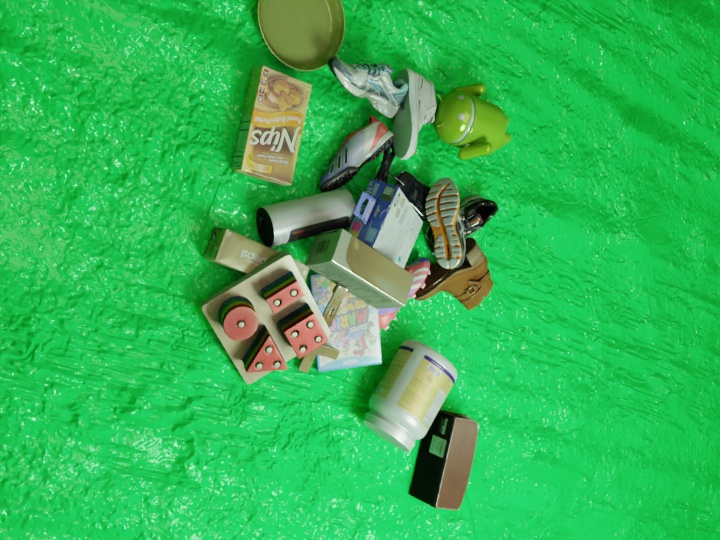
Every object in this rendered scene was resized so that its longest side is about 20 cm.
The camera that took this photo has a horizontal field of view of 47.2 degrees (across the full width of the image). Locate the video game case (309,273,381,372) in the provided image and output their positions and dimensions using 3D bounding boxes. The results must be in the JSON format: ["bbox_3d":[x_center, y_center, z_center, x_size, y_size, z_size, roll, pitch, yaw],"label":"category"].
[{"bbox_3d":[-0.030,0.102,1.722,0.139,0.018,0.206,-6,97,-13],"label":"video game case"}]

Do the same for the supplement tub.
[{"bbox_3d":[0.105,0.270,1.774,0.145,0.144,0.202,41,73,-28],"label":"supplement tub"}]

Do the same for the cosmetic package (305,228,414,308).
[{"bbox_3d":[0.000,0.000,1.636,0.198,0.104,0.073,32,68,-31],"label":"cosmetic package"}]

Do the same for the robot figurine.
[{"bbox_3d":[0.244,-0.326,1.832,0.196,0.115,0.180,13,66,-33],"label":"robot figurine"}]

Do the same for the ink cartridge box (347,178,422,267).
[{"bbox_3d":[0.047,-0.092,1.698,0.139,0.075,0.200,-66,153,-12],"label":"ink cartridge box"}]

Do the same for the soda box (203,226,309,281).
[{"bbox_3d":[-0.200,-0.017,1.599,0.197,0.067,0.065,24,82,-32],"label":"soda box"}]

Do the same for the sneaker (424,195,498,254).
[{"bbox_3d":[0.231,-0.111,1.859,0.199,0.086,0.081,-41,112,-23],"label":"sneaker"}]

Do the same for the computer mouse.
[{"bbox_3d":[0.107,-0.196,1.803,0.198,0.046,0.144,29,65,-32],"label":"computer mouse"}]

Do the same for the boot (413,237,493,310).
[{"bbox_3d":[0.213,0.036,1.878,0.200,0.076,0.156,-43,133,-12],"label":"boot"}]

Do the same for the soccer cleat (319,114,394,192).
[{"bbox_3d":[-0.020,-0.240,1.709,0.199,0.068,0.073,-41,85,-15],"label":"soccer cleat"}]

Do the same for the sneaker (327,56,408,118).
[{"bbox_3d":[0.017,-0.398,1.690,0.198,0.078,0.087,23,116,-40],"label":"sneaker"}]

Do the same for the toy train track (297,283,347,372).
[{"bbox_3d":[-0.080,0.114,1.673,0.113,0.033,0.203,19,110,-22],"label":"toy train track"}]

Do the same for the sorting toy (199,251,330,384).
[{"bbox_3d":[-0.173,0.105,1.573,0.196,0.070,0.203,-30,120,-6],"label":"sorting toy"}]

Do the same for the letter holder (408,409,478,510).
[{"bbox_3d":[0.213,0.434,1.885,0.140,0.100,0.205,17,85,-34],"label":"letter holder"}]

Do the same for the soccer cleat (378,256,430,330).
[{"bbox_3d":[0.079,0.038,1.789,0.077,0.066,0.201,46,73,-22],"label":"soccer cleat"}]

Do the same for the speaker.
[{"bbox_3d":[-0.108,-0.107,1.644,0.196,0.081,0.083,-16,102,-31],"label":"speaker"}]

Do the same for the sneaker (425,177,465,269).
[{"bbox_3d":[0.189,-0.100,1.788,0.077,0.076,0.206,16,69,-64],"label":"sneaker"}]

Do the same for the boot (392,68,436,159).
[{"bbox_3d":[0.124,-0.328,1.767,0.094,0.073,0.206,12,75,-35],"label":"boot"}]

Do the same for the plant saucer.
[{"bbox_3d":[-0.121,-0.498,1.634,0.196,0.031,0.206,-3,95,-32],"label":"plant saucer"}]

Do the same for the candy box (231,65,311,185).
[{"bbox_3d":[-0.172,-0.279,1.603,0.113,0.055,0.205,13,87,-33],"label":"candy box"}]
